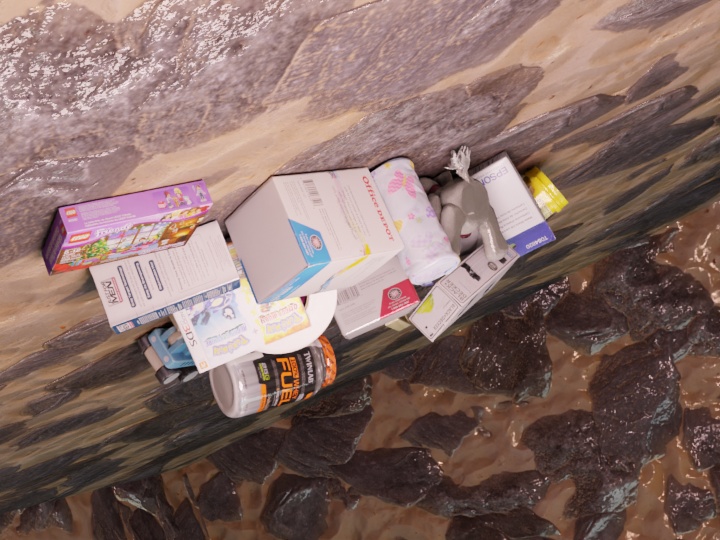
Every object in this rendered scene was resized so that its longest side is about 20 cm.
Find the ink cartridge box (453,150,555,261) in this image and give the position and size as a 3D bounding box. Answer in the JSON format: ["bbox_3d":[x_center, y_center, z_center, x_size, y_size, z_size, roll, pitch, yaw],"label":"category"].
[{"bbox_3d":[0.227,-0.086,1.772,0.200,0.200,0.041,-29,-160,18],"label":"ink cartridge box"}]

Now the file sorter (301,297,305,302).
[{"bbox_3d":[-0.181,0.048,1.703,0.200,0.139,0.125,-24,166,1],"label":"file sorter"}]

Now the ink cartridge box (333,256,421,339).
[{"bbox_3d":[0.000,0.000,1.686,0.148,0.200,0.086,-24,168,1],"label":"ink cartridge box"}]

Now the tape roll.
[{"bbox_3d":[-0.138,0.037,1.607,0.203,0.203,0.037,-23,-171,-4],"label":"tape roll"}]

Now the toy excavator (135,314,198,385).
[{"bbox_3d":[-0.343,0.125,1.872,0.200,0.100,0.194,-42,163,18],"label":"toy excavator"}]

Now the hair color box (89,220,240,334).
[{"bbox_3d":[-0.289,0.010,1.447,0.200,0.100,0.061,-21,168,-11],"label":"hair color box"}]

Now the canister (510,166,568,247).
[{"bbox_3d":[0.292,-0.102,1.878,0.200,0.087,0.149,-41,-173,9],"label":"canister"}]

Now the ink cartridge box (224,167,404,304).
[{"bbox_3d":[-0.069,-0.054,1.471,0.200,0.147,0.145,-10,161,-43],"label":"ink cartridge box"}]

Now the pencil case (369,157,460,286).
[{"bbox_3d":[0.082,-0.078,1.519,0.091,0.200,0.083,-17,161,-28],"label":"pencil case"}]

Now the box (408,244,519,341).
[{"bbox_3d":[0.183,0.028,1.697,0.200,0.060,0.117,-37,167,-41],"label":"box"}]

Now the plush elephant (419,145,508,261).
[{"bbox_3d":[0.134,-0.102,1.645,0.165,0.200,0.155,-13,-174,-39],"label":"plush elephant"}]

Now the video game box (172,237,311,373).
[{"bbox_3d":[-0.203,0.044,1.555,0.200,0.182,0.047,-23,-164,-3],"label":"video game box"}]

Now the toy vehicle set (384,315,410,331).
[{"bbox_3d":[0.030,0.013,1.793,0.026,0.200,0.124,-27,166,8],"label":"toy vehicle set"}]

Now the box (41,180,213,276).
[{"bbox_3d":[-0.310,-0.056,1.284,0.200,0.039,0.137,-15,164,-32],"label":"box"}]

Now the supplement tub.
[{"bbox_3d":[-0.151,0.175,1.684,0.200,0.123,0.123,-13,163,-31],"label":"supplement tub"}]
